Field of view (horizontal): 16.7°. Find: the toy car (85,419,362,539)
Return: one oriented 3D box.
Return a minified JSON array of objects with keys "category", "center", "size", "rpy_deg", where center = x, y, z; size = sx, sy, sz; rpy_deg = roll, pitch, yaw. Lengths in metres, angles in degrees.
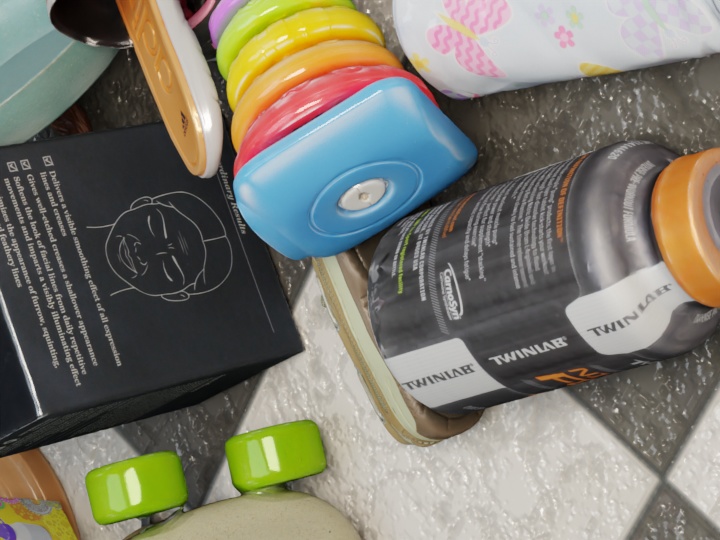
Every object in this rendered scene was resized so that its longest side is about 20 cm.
[{"category":"toy car","center":[-0.090,0.187,1.415],"size":[0.200,0.157,0.165],"rpy_deg":[150,108,-72]}]

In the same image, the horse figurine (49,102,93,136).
[{"category":"horse figurine","center":[-0.199,-0.025,1.497],"size":[0.132,0.050,0.201],"rpy_deg":[22,108,25]}]

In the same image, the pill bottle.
[{"category":"pill bottle","center":[0.105,0.000,1.182],"size":[0.199,0.106,0.107],"rpy_deg":[-19,86,44]}]

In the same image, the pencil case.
[{"category":"pencil case","center":[0.108,-0.137,1.168],"size":[0.199,0.083,0.091],"rpy_deg":[-8,100,44]}]

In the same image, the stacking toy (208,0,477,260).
[{"category":"stacking toy","center":[-0.035,-0.116,1.243],"size":[0.109,0.116,0.201],"rpy_deg":[-31,63,12]}]

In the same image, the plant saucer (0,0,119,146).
[{"category":"plant saucer","center":[-0.199,-0.110,1.387],"size":[0.199,0.200,0.036],"rpy_deg":[-15,122,44]}]

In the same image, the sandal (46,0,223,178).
[{"category":"sandal","center":[-0.128,-0.136,1.264],"size":[0.079,0.059,0.207],"rpy_deg":[111,140,-57]}]

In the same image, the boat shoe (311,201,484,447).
[{"category":"boat shoe","center":[0.000,0.000,1.313],"size":[0.076,0.071,0.201],"rpy_deg":[-26,79,59]}]

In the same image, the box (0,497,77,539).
[{"category":"box","center":[-0.237,0.272,1.469],"size":[0.193,0.122,0.200],"rpy_deg":[-54,48,27]}]

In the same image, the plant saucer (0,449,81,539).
[{"category":"plant saucer","center":[-0.256,0.191,1.611],"size":[0.200,0.032,0.202],"rpy_deg":[10,104,42]}]

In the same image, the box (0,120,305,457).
[{"category":"box","center":[-0.154,0.009,1.362],"size":[0.107,0.199,0.149],"rpy_deg":[-28,79,44]}]

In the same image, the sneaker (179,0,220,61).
[{"category":"sneaker","center":[-0.081,-0.204,1.324],"size":[0.079,0.095,0.201],"rpy_deg":[12,106,43]}]
